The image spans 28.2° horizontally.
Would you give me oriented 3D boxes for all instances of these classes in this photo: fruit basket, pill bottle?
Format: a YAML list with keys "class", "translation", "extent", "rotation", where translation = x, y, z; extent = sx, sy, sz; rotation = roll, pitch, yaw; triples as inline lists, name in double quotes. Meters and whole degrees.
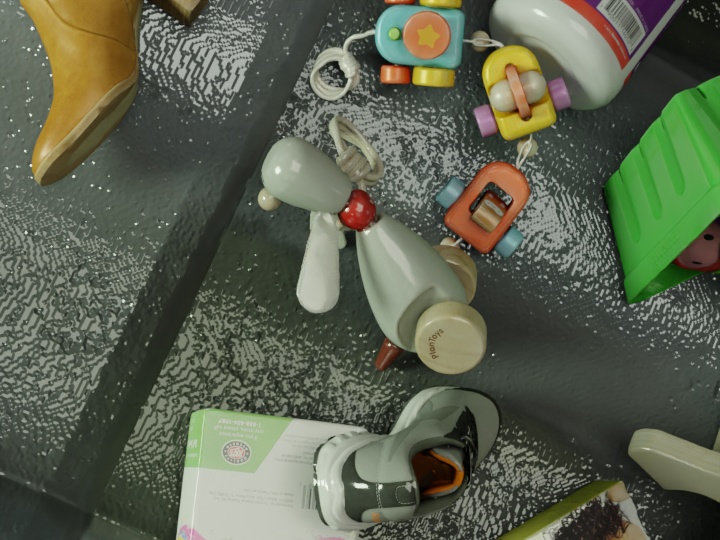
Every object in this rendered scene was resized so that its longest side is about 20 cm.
- class: "fruit basket"
  translation: [0.286, -0.025, 1.010]
  extent: [0.154, 0.215, 0.217]
  rotation: [-23, 89, -17]
- class: "pill bottle"
  translation: [0.190, -0.224, 1.055]
  extent: [0.112, 0.112, 0.200]
  rotation: [40, 74, -7]

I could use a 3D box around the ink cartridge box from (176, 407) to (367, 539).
- class: "ink cartridge box"
  translation: [-0.065, 0.200, 0.955]
  extent: [0.116, 0.067, 0.202]
  rotation: [9, 80, -15]

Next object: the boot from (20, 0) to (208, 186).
- class: "boot"
  translation: [-0.205, -0.171, 0.970]
  extent: [0.143, 0.071, 0.202]
  rotation: [35, 72, -2]

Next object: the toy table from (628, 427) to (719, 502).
- class: "toy table"
  translation: [0.287, 0.166, 1.010]
  extent: [0.184, 0.117, 0.200]
  rotation: [53, 54, -17]

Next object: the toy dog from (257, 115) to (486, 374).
- class: "toy dog"
  translation: [0.000, 0.000, 0.988]
  extent: [0.096, 0.132, 0.200]
  rotation: [-41, 91, 22]

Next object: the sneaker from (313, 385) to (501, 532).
- class: "sneaker"
  translation: [0.050, 0.127, 0.954]
  extent: [0.200, 0.079, 0.075]
  rotation: [-20, 104, -57]

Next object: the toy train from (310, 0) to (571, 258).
- class: "toy train"
  translation: [0.063, -0.108, 1.013]
  extent: [0.200, 0.056, 0.150]
  rotation: [44, 98, -3]

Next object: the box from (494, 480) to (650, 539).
- class: "box"
  translation: [0.112, 0.225, 1.010]
  extent: [0.199, 0.050, 0.076]
  rotation: [-28, 91, -16]
